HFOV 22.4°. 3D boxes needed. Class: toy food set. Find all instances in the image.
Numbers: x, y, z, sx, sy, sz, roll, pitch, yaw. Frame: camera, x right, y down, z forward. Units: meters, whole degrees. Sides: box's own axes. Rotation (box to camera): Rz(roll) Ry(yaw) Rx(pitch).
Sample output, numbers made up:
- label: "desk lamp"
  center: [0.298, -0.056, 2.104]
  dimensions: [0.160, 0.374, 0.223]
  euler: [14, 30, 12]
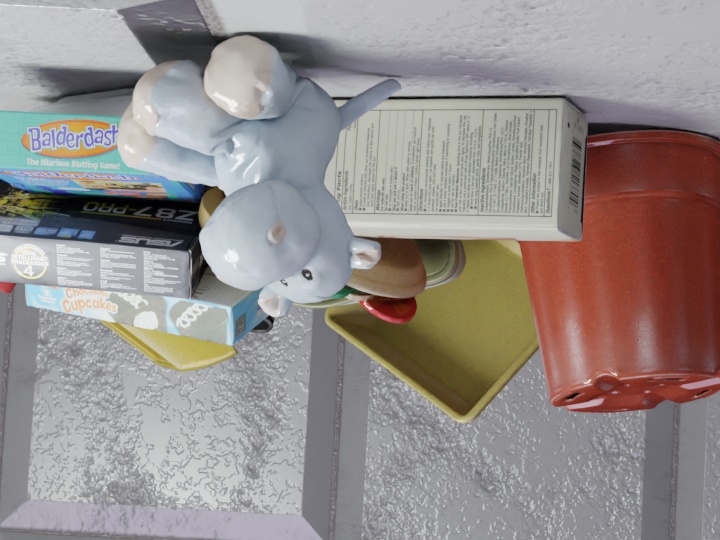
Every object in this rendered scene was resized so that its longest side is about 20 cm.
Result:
- label: "toy food set"
  center: [-0.031, -0.026, 1.514]
  dimensions: [0.197, 0.049, 0.200]
  euler: [31, -162, 5]

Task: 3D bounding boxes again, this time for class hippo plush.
- label: "hippo plush"
  center: [-0.073, -0.050, 1.245]
  dimensions: [0.158, 0.163, 0.199]
  euler: [-21, 162, 30]

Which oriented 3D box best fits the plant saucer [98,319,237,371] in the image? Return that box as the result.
- label: "plant saucer"
  center: [-0.227, 0.036, 1.781]
  dimensions: [0.199, 0.049, 0.200]
  euler: [39, 170, -12]

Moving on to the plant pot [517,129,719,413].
- label: "plant pot"
  center: [0.222, 0.009, 1.521]
  dimensions: [0.198, 0.198, 0.201]
  euler: [-5, 165, -1]

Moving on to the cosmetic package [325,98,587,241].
- label: "cosmetic package"
  center: [0.070, -0.077, 1.404]
  dimensions: [0.198, 0.105, 0.087]
  euler: [3, 175, 20]

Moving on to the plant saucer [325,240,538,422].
- label: "plant saucer"
  center: [0.100, 0.032, 1.687]
  dimensions: [0.199, 0.200, 0.049]
  euler: [35, 165, 37]

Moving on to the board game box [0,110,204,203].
- label: "board game box"
  center: [-0.205, -0.087, 1.416]
  dimensions: [0.150, 0.046, 0.200]
  euler: [3, 177, 1]

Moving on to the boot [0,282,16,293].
- label: "boot"
  center: [-0.272, -0.048, 1.634]
  dimensions: [0.198, 0.146, 0.072]
  euler: [6, -177, 19]

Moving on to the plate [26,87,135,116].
- label: "plate"
  center: [-0.154, -0.118, 1.479]
  dimensions: [0.198, 0.033, 0.199]
  euler: [-2, 173, 44]

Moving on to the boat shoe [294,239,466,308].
- label: "boat shoe"
  center: [0.000, 0.000, 1.666]
  dimensions: [0.198, 0.076, 0.068]
  euler: [-2, 171, 18]

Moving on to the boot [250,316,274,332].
- label: "boot"
  center: [-0.139, -0.034, 1.617]
  dimensions: [0.198, 0.131, 0.068]
  euler: [25, 156, 18]

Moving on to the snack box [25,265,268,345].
- label: "snack box"
  center: [-0.168, 0.009, 1.525]
  dimensions: [0.198, 0.038, 0.116]
  euler: [10, -155, 23]

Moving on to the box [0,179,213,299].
- label: "box"
  center: [-0.220, -0.034, 1.513]
  dimensions: [0.197, 0.050, 0.162]
  euler: [5, -155, 6]
